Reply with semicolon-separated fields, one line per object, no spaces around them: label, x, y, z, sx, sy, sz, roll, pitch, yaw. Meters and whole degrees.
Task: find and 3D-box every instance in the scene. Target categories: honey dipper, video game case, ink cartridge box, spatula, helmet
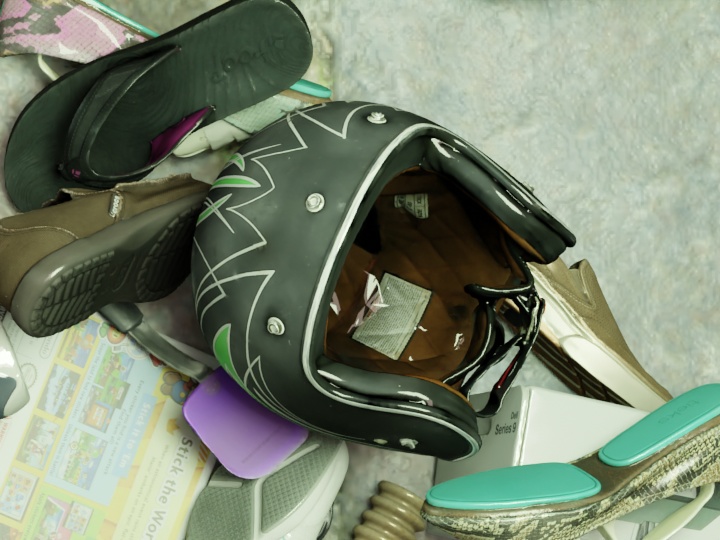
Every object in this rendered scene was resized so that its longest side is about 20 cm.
honey dipper;-0.022;0.215;1.681;0.038;0.038;0.200;34;77;-11
video game case;-0.180;0.114;1.649;0.182;0.023;0.200;24;74;-13
ink cartridge box;0.155;0.130;1.691;0.200;0.146;0.084;13;79;-15
spatula;-0.116;0.039;1.650;0.200;0.021;0.057;41;61;11
helmet;0.000;0.000;1.593;0.191;0.200;0.200;29;74;-14

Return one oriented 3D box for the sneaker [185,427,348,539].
sneaker;-0.066;0.177;1.653;0.200;0.070;0.080;-56;135;-15

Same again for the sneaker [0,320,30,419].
sneaker;-0.274;0.009;1.601;0.129;0.079;0.199;-22;79;-8

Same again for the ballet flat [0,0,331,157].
ballet flat;-0.117;-0.109;1.686;0.200;0.069;0.071;22;94;-10

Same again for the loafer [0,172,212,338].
loafer;-0.142;-0.024;1.607;0.071;0.200;0.073;37;114;16

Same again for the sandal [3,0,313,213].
sandal;-0.120;-0.092;1.637;0.200;0.048;0.075;-31;111;13

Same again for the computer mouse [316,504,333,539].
computer mouse;-0.031;0.060;1.705;0.059;0.034;0.200;7;86;-18

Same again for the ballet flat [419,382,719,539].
ballet flat;0.131;0.126;1.578;0.200;0.068;0.075;-19;109;-19

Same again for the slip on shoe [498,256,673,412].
slip on shoe;0.121;0.020;1.736;0.200;0.076;0.061;40;78;-1
